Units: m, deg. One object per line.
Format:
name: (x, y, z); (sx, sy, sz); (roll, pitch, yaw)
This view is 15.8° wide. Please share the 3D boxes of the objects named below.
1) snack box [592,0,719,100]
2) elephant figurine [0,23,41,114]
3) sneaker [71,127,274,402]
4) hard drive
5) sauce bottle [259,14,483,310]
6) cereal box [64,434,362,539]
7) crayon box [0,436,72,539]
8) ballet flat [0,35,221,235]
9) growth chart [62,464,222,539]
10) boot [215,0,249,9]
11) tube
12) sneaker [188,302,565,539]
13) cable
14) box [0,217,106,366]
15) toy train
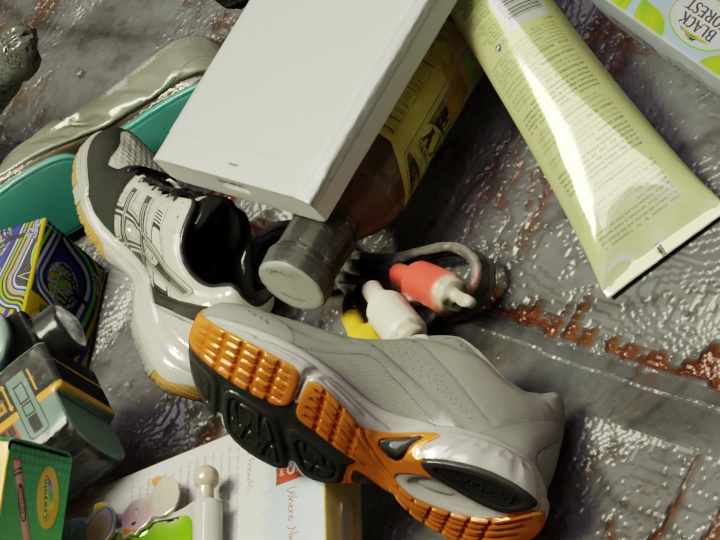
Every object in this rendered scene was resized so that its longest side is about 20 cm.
snack box: (0.222, -0.153, 1.354); (0.142, 0.053, 0.200); (-49, 43, 1)
elephant figurine: (-0.292, -0.079, 1.589); (0.156, 0.141, 0.200); (-66, 4, -18)
sneaker: (-0.099, -0.021, 1.485); (0.088, 0.075, 0.200); (-53, 48, 29)
hard drive: (-0.017, -0.127, 1.421); (0.131, 0.026, 0.201); (16, 71, 45)
sauce bottle: (0.006, -0.066, 1.430); (0.064, 0.065, 0.201); (4, 53, 40)
cereal box: (-0.088, 0.164, 1.348); (0.199, 0.040, 0.145); (-22, 50, 27)
crayon box: (-0.221, 0.184, 1.318); (0.118, 0.058, 0.201); (1, 79, 29)
ballet flat: (-0.160, -0.077, 1.598); (0.199, 0.067, 0.064); (-30, 41, 9)
growth chart: (-0.147, 0.189, 1.339); (0.199, 0.018, 0.145); (-27, 51, 23)
boot: (-0.040, -0.168, 1.550); (0.157, 0.080, 0.212); (5, 53, 33)
tube: (0.112, -0.082, 1.384); (0.200, 0.052, 0.058); (58, 143, 29)
sneaker: (0.010, 0.062, 1.305); (0.092, 0.199, 0.076); (-62, -1, -43)
cable: (0.000, 0.000, 1.421); (0.097, 0.050, 0.200); (-50, 43, -2)
box: (-0.210, 0.074, 1.525); (0.070, 0.064, 0.201); (-13, 54, 31)
toy train: (-0.221, 0.105, 1.412); (0.200, 0.085, 0.114); (-37, 56, 8)
